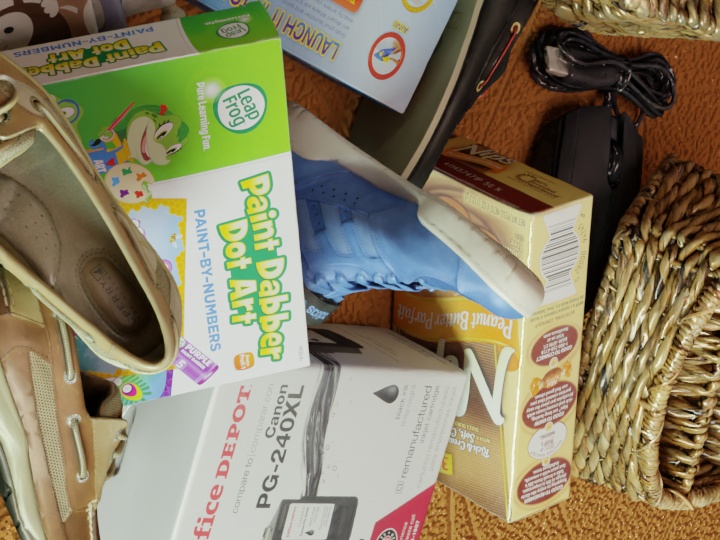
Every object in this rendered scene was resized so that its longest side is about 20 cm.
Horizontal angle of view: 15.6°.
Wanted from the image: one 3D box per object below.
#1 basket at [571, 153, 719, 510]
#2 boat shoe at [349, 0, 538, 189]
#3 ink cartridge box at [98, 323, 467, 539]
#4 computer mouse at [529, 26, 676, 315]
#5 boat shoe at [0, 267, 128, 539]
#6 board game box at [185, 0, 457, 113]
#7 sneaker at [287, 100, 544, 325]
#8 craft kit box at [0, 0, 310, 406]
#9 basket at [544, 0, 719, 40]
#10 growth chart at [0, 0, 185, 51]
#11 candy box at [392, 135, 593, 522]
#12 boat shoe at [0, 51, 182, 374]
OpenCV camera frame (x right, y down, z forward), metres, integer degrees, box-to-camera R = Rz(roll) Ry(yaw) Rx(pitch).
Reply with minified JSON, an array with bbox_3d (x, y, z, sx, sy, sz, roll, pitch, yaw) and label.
[{"bbox_3d":[0.218,0.055,1.633,0.143,0.148,0.201,-49,157,-54],"label":"basket"},{"bbox_3d":[0.054,-0.120,1.499,0.063,0.074,0.202,26,87,-39],"label":"boat shoe"},{"bbox_3d":[-0.051,0.107,1.502,0.199,0.083,0.146,5,106,-45],"label":"ink cartridge box"},{"bbox_3d":[0.136,-0.044,1.630,0.138,0.053,0.201,11,102,-47],"label":"computer mouse"},{"bbox_3d":[-0.150,0.082,1.306,0.073,0.076,0.201,-22,126,-11],"label":"boat shoe"},{"bbox_3d":[-0.011,-0.211,1.406,0.200,0.056,0.197,26,91,-47],"label":"board game box"},{"bbox_3d":[0.000,0.000,1.420,0.112,0.200,0.077,-56,152,0],"label":"sneaker"},{"bbox_3d":[-0.130,-0.022,1.317,0.196,0.049,0.201,-14,125,-13],"label":"craft kit box"},{"bbox_3d":[0.155,-0.234,1.476,0.142,0.149,0.201,7,94,-32],"label":"basket"},{"bbox_3d":[-0.180,-0.116,1.287,0.199,0.018,0.145,-33,128,-7],"label":"growth chart"},{"bbox_3d":[0.074,0.034,1.563,0.055,0.115,0.201,-16,120,-37],"label":"candy box"},{"bbox_3d":[-0.154,-0.034,1.216,0.073,0.063,0.201,-37,102,-3],"label":"boat shoe"}]
